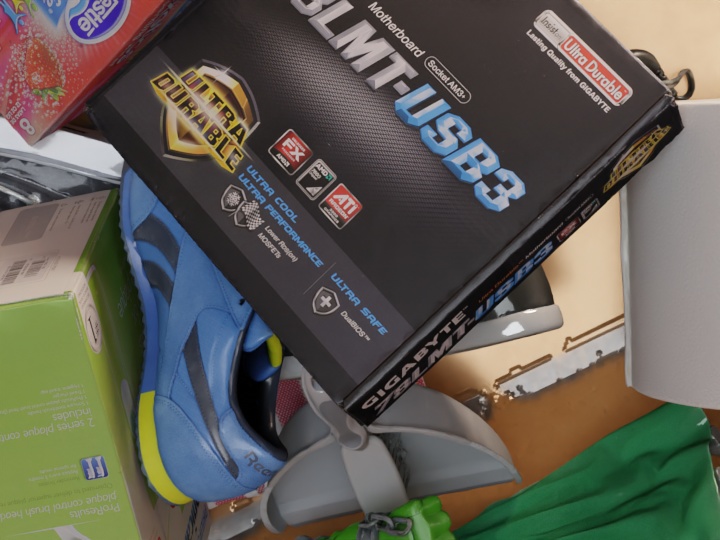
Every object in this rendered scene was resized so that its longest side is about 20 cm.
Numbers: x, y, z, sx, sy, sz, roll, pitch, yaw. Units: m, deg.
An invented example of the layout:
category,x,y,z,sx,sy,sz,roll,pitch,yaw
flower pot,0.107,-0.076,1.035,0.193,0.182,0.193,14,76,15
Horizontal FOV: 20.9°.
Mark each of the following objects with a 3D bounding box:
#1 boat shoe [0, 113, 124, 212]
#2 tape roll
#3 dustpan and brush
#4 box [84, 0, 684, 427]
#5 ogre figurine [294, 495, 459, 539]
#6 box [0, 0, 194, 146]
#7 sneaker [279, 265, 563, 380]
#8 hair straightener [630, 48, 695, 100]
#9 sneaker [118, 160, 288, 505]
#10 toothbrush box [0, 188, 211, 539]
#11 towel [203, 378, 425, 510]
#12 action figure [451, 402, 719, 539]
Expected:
category,x,y,z,sx,sy,sz,roll,pitch,yaw
boat shoe,-0.190,-0.051,1.047,0.198,0.072,0.068,13,98,-3
tape roll,0.226,-0.014,0.929,0.201,0.203,0.141,-2,95,7
dustpan and brush,0.001,0.086,0.976,0.138,0.058,0.201,-13,139,8
box,0.008,-0.069,0.884,0.198,0.050,0.200,-42,69,2
ogre figurine,0.013,0.214,1.000,0.098,0.119,0.201,-37,113,-32
box,-0.117,-0.167,0.968,0.095,0.103,0.200,49,128,-1
sneaker,0.000,0.000,0.979,0.199,0.071,0.100,-13,86,25
hair straightener,0.084,-0.081,0.984,0.198,0.077,0.041,-6,116,-19
sneaker,-0.068,0.013,0.949,0.078,0.066,0.202,-20,64,28
toothbrush box,-0.143,0.081,0.969,0.085,0.146,0.202,-9,110,6
towel,-0.071,0.052,1.048,0.198,0.030,0.147,-17,109,9
action figure,0.105,0.141,1.019,0.199,0.119,0.055,-29,122,25
